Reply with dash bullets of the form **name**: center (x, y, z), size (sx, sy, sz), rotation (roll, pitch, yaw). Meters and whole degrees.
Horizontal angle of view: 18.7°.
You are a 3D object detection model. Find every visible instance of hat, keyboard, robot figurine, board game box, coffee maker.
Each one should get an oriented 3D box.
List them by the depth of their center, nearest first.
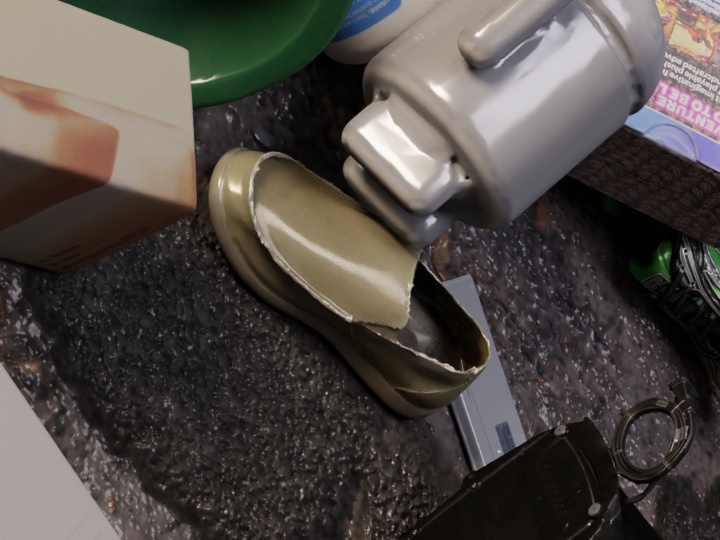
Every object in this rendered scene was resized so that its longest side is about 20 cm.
- **hat**: center (-0.081, -0.203, 1.122), size (0.176, 0.199, 0.166), rotation (-98, 170, -49)
- **robot figurine**: center (0.081, -0.102, 1.159), size (0.200, 0.170, 0.113), rotation (-40, 76, -15)
- **coffee maker**: center (0.146, 0.189, 1.163), size (0.200, 0.192, 0.135), rotation (45, 37, -29)
- **keyboard**: center (0.080, 0.102, 1.272), size (0.056, 0.011, 0.201), rotation (-14, 85, -56)
- **board game box**: center (0.206, -0.144, 1.371), size (0.159, 0.097, 0.201), rotation (26, 70, -8)

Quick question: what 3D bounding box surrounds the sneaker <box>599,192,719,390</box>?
- **sneaker**: center (0.215, 0.012, 1.430), size (0.085, 0.078, 0.201), rotation (-28, 87, -44)

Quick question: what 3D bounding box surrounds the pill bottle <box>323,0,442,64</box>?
- **pill bottle**: center (-0.003, -0.187, 1.221), size (0.200, 0.112, 0.112), rotation (50, 42, -23)

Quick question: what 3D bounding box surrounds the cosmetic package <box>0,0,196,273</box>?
- **cosmetic package**: center (-0.178, -0.071, 0.971), size (0.199, 0.103, 0.088), rotation (16, 61, -44)

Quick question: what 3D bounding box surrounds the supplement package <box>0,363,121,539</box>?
- **supplement package**: center (-0.218, 0.093, 0.809), size (0.200, 0.150, 0.152), rotation (58, 40, -13)

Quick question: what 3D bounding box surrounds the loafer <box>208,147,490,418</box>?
- **loafer**: center (0.000, 0.000, 1.174), size (0.200, 0.068, 0.076), rotation (43, 45, -29)
